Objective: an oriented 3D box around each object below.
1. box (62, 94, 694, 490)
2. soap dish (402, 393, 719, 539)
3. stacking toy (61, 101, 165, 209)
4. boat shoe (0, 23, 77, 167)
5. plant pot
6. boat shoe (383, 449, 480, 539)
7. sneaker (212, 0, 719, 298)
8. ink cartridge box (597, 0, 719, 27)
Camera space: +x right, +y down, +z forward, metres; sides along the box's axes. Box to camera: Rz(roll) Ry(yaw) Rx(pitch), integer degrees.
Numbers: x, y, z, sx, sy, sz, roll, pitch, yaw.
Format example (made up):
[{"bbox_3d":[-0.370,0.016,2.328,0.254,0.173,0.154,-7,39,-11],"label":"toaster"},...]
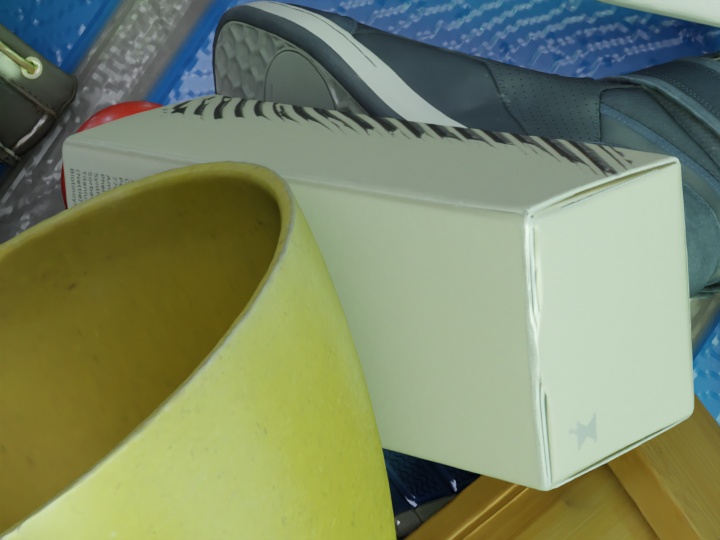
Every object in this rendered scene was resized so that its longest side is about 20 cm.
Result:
[{"bbox_3d":[0.000,0.000,0.715,0.199,0.068,0.083,13,114,44],"label":"box"},{"bbox_3d":[0.052,0.141,0.721,0.200,0.081,0.158,-41,52,9],"label":"soap dish"},{"bbox_3d":[-0.094,0.039,0.811,0.085,0.085,0.201,17,79,8],"label":"stacking toy"},{"bbox_3d":[-0.182,-0.115,0.843,0.060,0.072,0.202,-42,86,-4],"label":"boat shoe"},{"bbox_3d":[-0.068,0.087,0.652,0.199,0.200,0.142,-32,111,0],"label":"plant pot"},{"bbox_3d":[-0.006,0.072,0.794,0.199,0.072,0.072,-30,74,-19],"label":"boat shoe"},{"bbox_3d":[0.057,-0.045,0.803,0.146,0.077,0.202,-22,41,-38],"label":"sneaker"},{"bbox_3d":[0.056,-0.168,0.792,0.199,0.084,0.146,14,98,16],"label":"ink cartridge box"}]
